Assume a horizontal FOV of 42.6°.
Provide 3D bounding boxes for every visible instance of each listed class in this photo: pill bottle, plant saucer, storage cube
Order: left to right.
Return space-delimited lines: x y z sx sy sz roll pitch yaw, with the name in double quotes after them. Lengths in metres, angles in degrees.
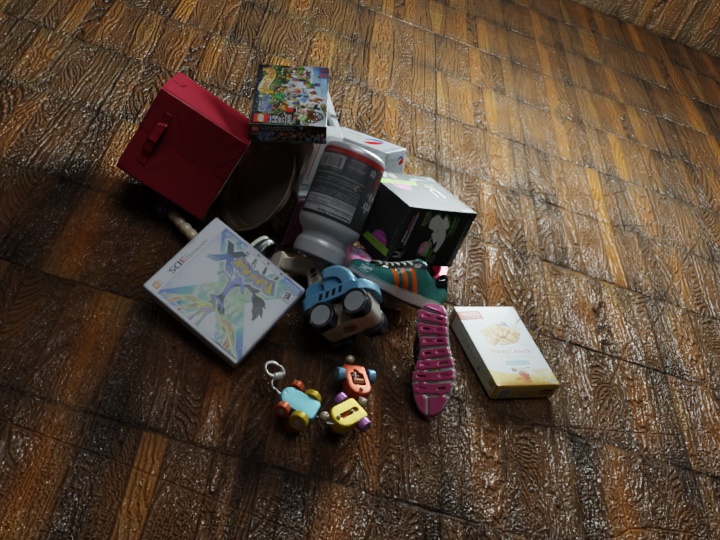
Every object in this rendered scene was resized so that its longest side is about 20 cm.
-0.308 -0.229 1.677 0.179 0.172 0.200 33 16 -10 "storage cube"
-0.185 -0.164 1.728 0.032 0.200 0.201 25 27 -43 "plant saucer"
-0.041 -0.115 1.624 0.115 0.202 0.116 21 -4 2 "pill bottle"

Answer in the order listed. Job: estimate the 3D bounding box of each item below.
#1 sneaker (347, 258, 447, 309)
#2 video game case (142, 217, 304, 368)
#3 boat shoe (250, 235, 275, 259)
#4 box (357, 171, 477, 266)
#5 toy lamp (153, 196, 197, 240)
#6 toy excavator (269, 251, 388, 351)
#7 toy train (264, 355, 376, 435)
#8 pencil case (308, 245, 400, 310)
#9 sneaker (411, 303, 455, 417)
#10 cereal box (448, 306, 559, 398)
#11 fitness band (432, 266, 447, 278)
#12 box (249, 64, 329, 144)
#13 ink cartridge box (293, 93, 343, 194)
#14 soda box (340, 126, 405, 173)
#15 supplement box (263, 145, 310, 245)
0.068 0.009 1.627 0.198 0.081 0.071 24 -8 -26 "sneaker"
-0.220 0.032 1.503 0.199 0.022 0.182 39 59 7 "video game case"
-0.191 0.018 1.580 0.067 0.072 0.201 22 45 11 "boat shoe"
0.089 -0.098 1.740 0.199 0.125 0.148 2 31 -46 "box"
-0.290 -0.054 1.632 0.058 0.059 0.200 -16 51 -41 "toy lamp"
-0.062 0.034 1.591 0.100 0.192 0.202 48 25 -51 "toy excavator"
-0.060 0.201 1.453 0.198 0.056 0.151 6 39 -29 "toy train"
0.000 0.000 1.708 0.198 0.088 0.088 25 36 0 "pencil case"
0.126 0.162 1.587 0.073 0.088 0.202 -2 60 5 "sneaker"
0.262 0.148 1.707 0.142 0.040 0.201 2 42 -28 "cereal box"
0.097 -0.031 1.841 0.142 0.038 0.201 6 39 -19 "fitness band"
-0.126 -0.304 1.677 0.135 0.038 0.201 2 42 -3 "box"
-0.089 -0.240 1.734 0.067 0.117 0.201 7 40 -21 "ink cartridge box"
0.003 -0.248 1.969 0.063 0.069 0.199 -17 31 -41 "soda box"
-0.138 -0.156 1.794 0.085 0.111 0.201 -3 45 -33 "supplement box"
